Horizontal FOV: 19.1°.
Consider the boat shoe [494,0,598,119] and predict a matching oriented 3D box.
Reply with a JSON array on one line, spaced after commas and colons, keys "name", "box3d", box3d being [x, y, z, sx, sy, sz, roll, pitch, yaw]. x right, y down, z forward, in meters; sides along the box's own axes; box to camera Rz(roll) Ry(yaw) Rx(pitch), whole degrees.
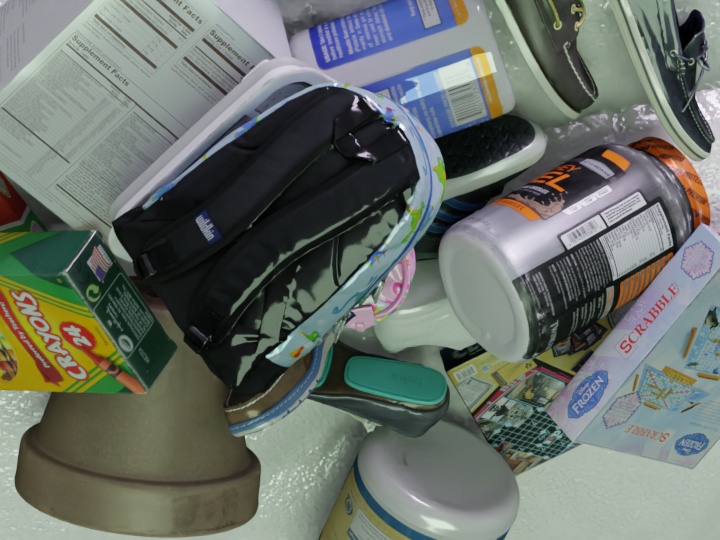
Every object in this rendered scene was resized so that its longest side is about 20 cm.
[{"name": "boat shoe", "box3d": [0.136, -0.205, 1.638, 0.060, 0.072, 0.201, -28, 118, 13]}]

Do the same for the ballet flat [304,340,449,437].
[{"name": "ballet flat", "box3d": [-0.025, 0.092, 1.786, 0.199, 0.073, 0.073, 18, 118, 0]}]

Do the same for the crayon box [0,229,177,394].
[{"name": "crayon box", "box3d": [-0.251, 0.033, 1.623, 0.200, 0.051, 0.127, -1, 133, 38]}]

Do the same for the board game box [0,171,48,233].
[{"name": "board game box", "box3d": [-0.337, -0.020, 1.698, 0.153, 0.040, 0.200, -31, 120, 10]}]

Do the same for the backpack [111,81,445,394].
[{"name": "backpack", "box3d": [-0.038, -0.038, 1.451, 0.200, 0.163, 0.154, -48, 160, 22]}]

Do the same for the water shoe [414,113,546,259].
[{"name": "water shoe", "box3d": [0.066, -0.059, 1.724, 0.200, 0.072, 0.079, -24, 131, 17]}]

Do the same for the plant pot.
[{"name": "plant pot", "box3d": [-0.171, 0.102, 1.723, 0.200, 0.200, 0.175, 6, 103, -11]}]

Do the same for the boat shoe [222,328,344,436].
[{"name": "boat shoe", "box3d": [-0.067, 0.051, 1.701, 0.072, 0.200, 0.072, -19, 115, 33]}]

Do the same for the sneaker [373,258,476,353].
[{"name": "sneaker", "box3d": [0.108, 0.028, 1.784, 0.199, 0.075, 0.089, -7, 138, -2]}]

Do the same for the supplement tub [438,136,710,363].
[{"name": "supplement tub", "box3d": [0.171, -0.021, 1.691, 0.200, 0.122, 0.123, -29, 125, -24]}]

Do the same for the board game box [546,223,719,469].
[{"name": "board game box", "box3d": [0.274, 0.067, 1.748, 0.200, 0.041, 0.200, 18, 115, -51]}]

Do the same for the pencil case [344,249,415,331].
[{"name": "pencil case", "box3d": [0.000, 0.000, 1.601, 0.087, 0.200, 0.088, 0, 91, 2]}]

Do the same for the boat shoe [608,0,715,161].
[{"name": "boat shoe", "box3d": [0.243, -0.173, 1.673, 0.062, 0.075, 0.200, -20, 116, 12]}]

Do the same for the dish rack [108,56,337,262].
[{"name": "dish rack", "box3d": [-0.078, -0.071, 1.544, 0.200, 0.044, 0.172, -42, 147, 16]}]

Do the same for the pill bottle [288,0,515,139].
[{"name": "pill bottle", "box3d": [0.009, -0.142, 1.635, 0.199, 0.112, 0.112, -19, 121, 4]}]

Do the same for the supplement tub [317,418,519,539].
[{"name": "supplement tub", "box3d": [0.038, 0.240, 1.840, 0.144, 0.145, 0.200, 14, 122, -16]}]

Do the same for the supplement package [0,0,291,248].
[{"name": "supplement package", "box3d": [-0.175, -0.154, 1.577, 0.200, 0.152, 0.151, -41, 118, 16]}]

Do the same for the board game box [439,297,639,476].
[{"name": "board game box", "box3d": [0.186, 0.081, 1.836, 0.200, 0.035, 0.136, -26, 121, 7]}]
